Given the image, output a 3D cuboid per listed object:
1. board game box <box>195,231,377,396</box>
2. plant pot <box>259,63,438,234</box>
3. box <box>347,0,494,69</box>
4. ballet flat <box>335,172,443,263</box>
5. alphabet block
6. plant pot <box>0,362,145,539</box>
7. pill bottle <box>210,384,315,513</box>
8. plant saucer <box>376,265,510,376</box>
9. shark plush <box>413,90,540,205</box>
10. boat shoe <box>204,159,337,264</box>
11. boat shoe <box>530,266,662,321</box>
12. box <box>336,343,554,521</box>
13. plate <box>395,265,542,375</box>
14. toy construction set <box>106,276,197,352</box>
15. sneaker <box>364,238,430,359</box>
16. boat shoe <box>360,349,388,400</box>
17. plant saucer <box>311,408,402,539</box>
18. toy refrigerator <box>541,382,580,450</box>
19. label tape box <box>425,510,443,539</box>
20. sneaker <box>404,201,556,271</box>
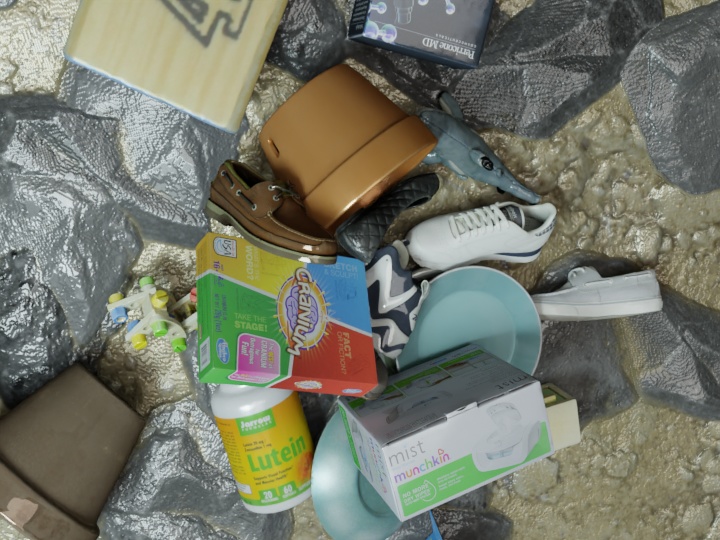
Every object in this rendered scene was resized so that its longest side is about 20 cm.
[{"bbox_3d":[-0.080,0.050,0.967,0.196,0.040,0.156,9,61,-31],"label":"board game box"},{"bbox_3d":[-0.026,-0.142,1.040,0.199,0.200,0.141,-38,90,-1],"label":"plant pot"},{"bbox_3d":[0.082,-0.356,1.049,0.145,0.107,0.205,11,100,-13],"label":"box"},{"bbox_3d":[0.042,-0.067,1.085,0.057,0.066,0.199,53,48,1],"label":"ballet flat"},{"bbox_3d":[-0.189,-0.285,0.971,0.193,0.195,0.204,22,97,-16],"label":"alphabet block"},{"bbox_3d":[-0.353,0.212,1.058,0.200,0.200,0.176,44,75,-15],"label":"plant pot"},{"bbox_3d":[-0.124,0.189,1.122,0.109,0.111,0.204,-17,104,-6],"label":"pill bottle"},{"bbox_3d":[0.098,0.090,1.174,0.195,0.050,0.205,-2,102,-9],"label":"plant saucer"},{"bbox_3d":[0.138,-0.133,1.116,0.091,0.083,0.200,-45,106,-2],"label":"shark plush"},{"bbox_3d":[-0.098,-0.066,0.962,0.071,0.198,0.069,1,110,-52],"label":"boat shoe"},{"bbox_3d":[0.309,0.029,1.195,0.195,0.072,0.070,-4,81,-3],"label":"boat shoe"},{"bbox_3d":[0.094,0.177,1.036,0.196,0.176,0.099,-19,105,-15],"label":"box"},{"bbox_3d":[0.137,0.092,1.143,0.195,0.026,0.205,-2,103,-10],"label":"plate"},{"bbox_3d":[-0.189,0.032,1.061,0.196,0.131,0.094,-18,66,24],"label":"toy construction set"},{"bbox_3d":[0.000,0.000,1.100,0.198,0.079,0.131,36,89,23],"label":"sneaker"},{"bbox_3d":[-0.041,0.107,1.092,0.074,0.199,0.075,10,110,-43],"label":"boat shoe"},{"bbox_3d":[0.025,0.261,1.153,0.198,0.038,0.206,-2,93,-39],"label":"plant saucer"},{"bbox_3d":[0.188,0.213,1.192,0.196,0.076,0.072,-14,104,-13],"label":"toy refrigerator"},{"bbox_3d":[0.104,0.449,1.202,0.062,0.144,0.204,-17,104,-4],"label":"label tape box"},{"bbox_3d":[0.151,-0.053,1.126,0.195,0.081,0.078,-8,66,-16],"label":"sneaker"}]
